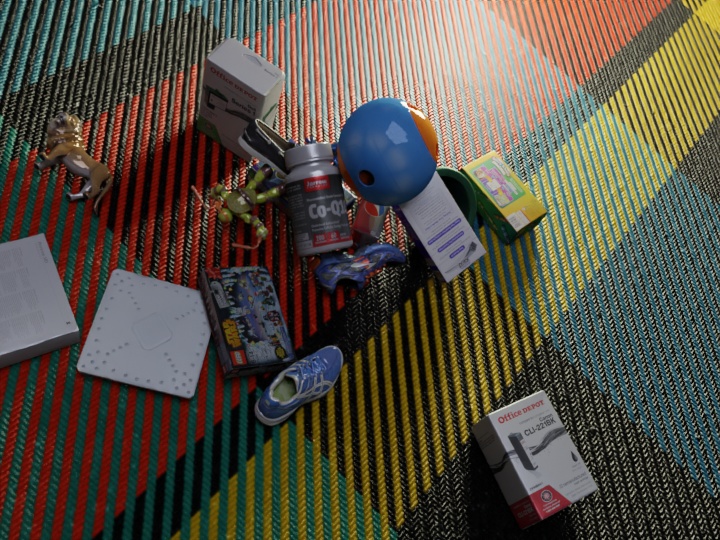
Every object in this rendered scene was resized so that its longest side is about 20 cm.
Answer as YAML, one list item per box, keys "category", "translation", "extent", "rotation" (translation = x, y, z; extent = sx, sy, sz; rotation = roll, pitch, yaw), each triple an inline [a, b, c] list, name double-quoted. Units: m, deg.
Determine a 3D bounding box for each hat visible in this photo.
- category: "hat"
  translation: [0.153, -0.154, 1.581]
  extent: [0.162, 0.176, 0.205]
  rotation: [6, 95, -18]

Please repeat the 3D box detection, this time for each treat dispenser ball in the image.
- category: "treat dispenser ball"
  translation: [0.053, -0.227, 1.348]
  extent: [0.196, 0.202, 0.205]
  rotation: [9, 57, -14]

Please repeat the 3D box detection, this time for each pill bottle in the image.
- category: "pill bottle"
  translation: [-0.085, -0.137, 1.359]
  extent: [0.112, 0.113, 0.205]
  rotation: [-12, 93, -25]

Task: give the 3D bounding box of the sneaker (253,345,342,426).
- category: "sneaker"
  translation: [-0.099, 0.197, 1.241]
  extent: [0.076, 0.077, 0.199]
  rotation: [43, 54, 12]

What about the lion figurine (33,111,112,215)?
- category: "lion figurine"
  translation: [-0.536, -0.205, 1.344]
  extent: [0.200, 0.072, 0.123]
  rotation: [48, 45, -5]

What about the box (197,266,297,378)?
- category: "box"
  translation: [-0.206, 0.088, 1.273]
  extent: [0.135, 0.040, 0.203]
  rotation: [-3, 60, -38]

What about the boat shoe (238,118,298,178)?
- category: "boat shoe"
  translation: [-0.150, -0.234, 1.417]
  extent: [0.198, 0.060, 0.074]
  rotation: [32, 27, -21]

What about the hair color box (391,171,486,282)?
- category: "hair color box"
  translation: [0.160, -0.088, 1.455]
  extent: [0.108, 0.065, 0.202]
  rotation: [-34, 96, -9]

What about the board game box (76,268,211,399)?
- category: "board game box"
  translation: [-0.365, 0.112, 1.229]
  extent: [0.196, 0.026, 0.204]
  rotation: [15, 56, -10]

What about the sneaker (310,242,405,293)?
- category: "sneaker"
  translation: [0.000, 0.000, 1.408]
  extent: [0.196, 0.076, 0.080]
  rotation: [-12, 73, -16]

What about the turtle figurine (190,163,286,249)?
- category: "turtle figurine"
  translation: [-0.231, -0.145, 1.388]
  extent: [0.199, 0.065, 0.161]
  rotation: [40, 64, 21]

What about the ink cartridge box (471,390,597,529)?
- category: "ink cartridge box"
  translation: [0.317, 0.344, 1.295]
  extent: [0.142, 0.084, 0.203]
  rotation: [-16, 66, -26]

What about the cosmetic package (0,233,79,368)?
- category: "cosmetic package"
  translation: [-0.576, 0.049, 1.177]
  extent: [0.148, 0.052, 0.203]
  rotation: [-18, 68, -26]

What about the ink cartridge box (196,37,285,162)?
- category: "ink cartridge box"
  translation: [-0.249, -0.347, 1.441]
  extent: [0.144, 0.201, 0.085]
  rotation: [32, 54, 3]

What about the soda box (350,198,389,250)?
- category: "soda box"
  translation: [0.029, -0.136, 1.492]
  extent: [0.062, 0.070, 0.203]
  rotation: [21, 55, -3]

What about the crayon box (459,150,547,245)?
- category: "crayon box"
  translation: [0.323, -0.171, 1.625]
  extent: [0.118, 0.059, 0.201]
  rotation: [-29, 72, -31]

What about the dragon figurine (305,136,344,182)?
- category: "dragon figurine"
  translation: [-0.027, -0.224, 1.480]
  extent: [0.199, 0.059, 0.100]
  rotation: [39, 69, 11]

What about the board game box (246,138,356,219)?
- category: "board game box"
  translation: [-0.124, -0.174, 1.481]
  extent: [0.200, 0.035, 0.135]
  rotation: [43, 57, 9]
